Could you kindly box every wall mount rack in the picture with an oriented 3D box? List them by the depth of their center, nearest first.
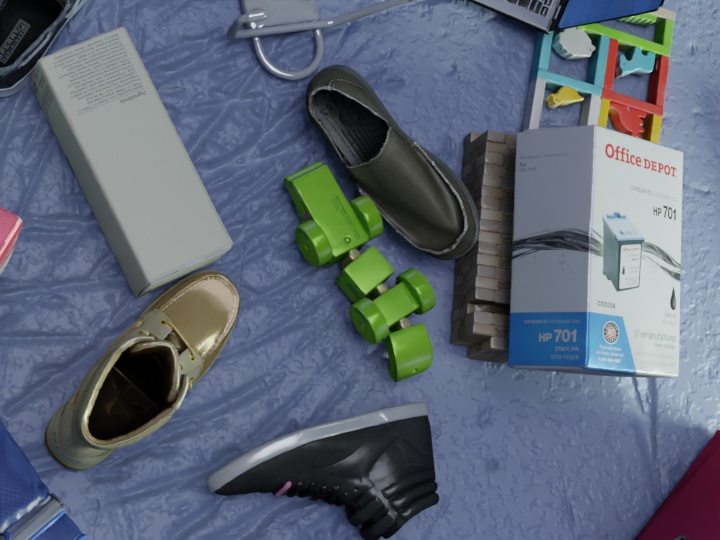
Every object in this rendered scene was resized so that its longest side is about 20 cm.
[{"bbox_3d":[-0.042,-0.272,1.325,0.173,0.075,0.201,-11,83,-21],"label":"wall mount rack"}]

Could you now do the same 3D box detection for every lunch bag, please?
[{"bbox_3d":[-0.279,0.195,1.075,0.136,0.200,0.132,-40,95,-27],"label":"lunch bag"}]

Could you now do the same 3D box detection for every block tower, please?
[{"bbox_3d":[0.117,-0.025,1.336,0.054,0.058,0.201,9,74,-18],"label":"block tower"}]

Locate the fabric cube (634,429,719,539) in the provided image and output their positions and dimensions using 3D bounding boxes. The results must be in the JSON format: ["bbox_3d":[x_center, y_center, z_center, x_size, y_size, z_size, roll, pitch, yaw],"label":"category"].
[{"bbox_3d":[0.356,0.257,1.280,0.200,0.196,0.199,45,69,-4],"label":"fabric cube"}]

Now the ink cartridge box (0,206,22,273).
[{"bbox_3d":[-0.336,0.042,1.117,0.084,0.145,0.200,31,70,-9],"label":"ink cartridge box"}]

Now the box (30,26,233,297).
[{"bbox_3d":[-0.185,-0.086,1.239,0.082,0.068,0.200,-24,87,-22],"label":"box"}]

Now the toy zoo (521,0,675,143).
[{"bbox_3d":[0.218,-0.164,1.419,0.131,0.020,0.201,14,74,-16],"label":"toy zoo"}]

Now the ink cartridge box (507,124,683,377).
[{"bbox_3d":[0.201,-0.012,1.306,0.146,0.086,0.201,8,84,-47],"label":"ink cartridge box"}]

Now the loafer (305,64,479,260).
[{"bbox_3d":[0.019,-0.086,1.297,0.200,0.070,0.075,47,109,4],"label":"loafer"}]

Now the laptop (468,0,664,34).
[{"bbox_3d":[0.186,-0.321,1.374,0.200,0.116,0.188,23,71,-1],"label":"laptop"}]

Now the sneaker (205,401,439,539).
[{"bbox_3d":[-0.020,0.175,1.236,0.200,0.071,0.099,-12,78,-25],"label":"sneaker"}]

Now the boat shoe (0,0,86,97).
[{"bbox_3d":[-0.256,-0.235,1.247,0.072,0.068,0.200,32,70,-10],"label":"boat shoe"}]

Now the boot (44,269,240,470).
[{"bbox_3d":[-0.151,0.066,1.170,0.073,0.155,0.200,47,68,-4],"label":"boot"}]

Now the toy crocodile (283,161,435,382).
[{"bbox_3d":[0.000,0.000,1.293,0.067,0.062,0.200,-32,85,-22],"label":"toy crocodile"}]
